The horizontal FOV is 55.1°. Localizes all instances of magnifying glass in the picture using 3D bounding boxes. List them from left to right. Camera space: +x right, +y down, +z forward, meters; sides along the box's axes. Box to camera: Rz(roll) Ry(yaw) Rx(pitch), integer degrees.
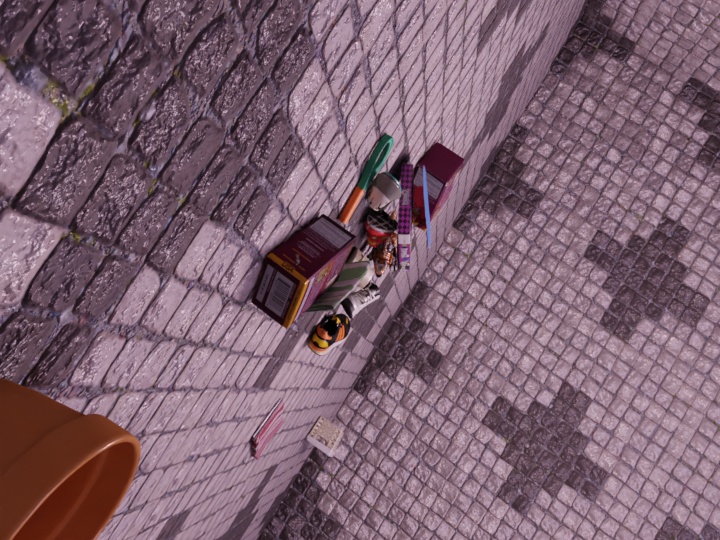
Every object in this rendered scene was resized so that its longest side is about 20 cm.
[{"bbox_3d":[0.012,-0.188,1.425,0.203,0.022,0.079,-59,171,6],"label":"magnifying glass"}]

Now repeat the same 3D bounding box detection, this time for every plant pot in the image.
[{"bbox_3d":[-0.316,0.195,0.619,0.202,0.138,0.201,-54,169,-16],"label":"plant pot"}]

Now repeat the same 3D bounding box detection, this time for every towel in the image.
[{"bbox_3d":[-0.266,0.461,2.000,0.145,0.022,0.202,-54,169,-28],"label":"towel"},{"bbox_3d":[-0.075,0.031,1.364,0.200,0.148,0.024,-45,124,-56],"label":"towel"}]

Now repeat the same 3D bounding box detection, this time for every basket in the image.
[{"bbox_3d":[-0.153,0.737,3.063,0.125,0.133,0.200,-57,170,-12],"label":"basket"}]

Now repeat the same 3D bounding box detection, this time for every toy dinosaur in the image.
[{"bbox_3d":[0.075,-0.067,1.874,0.201,0.101,0.137,-52,164,-26],"label":"toy dinosaur"}]

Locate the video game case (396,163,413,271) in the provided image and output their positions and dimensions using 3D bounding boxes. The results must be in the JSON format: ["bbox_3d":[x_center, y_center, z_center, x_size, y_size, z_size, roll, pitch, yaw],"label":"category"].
[{"bbox_3d":[0.113,-0.130,1.728,0.183,0.035,0.206,82,11,-61],"label":"video game case"}]

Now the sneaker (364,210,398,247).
[{"bbox_3d":[0.046,-0.095,1.724,0.086,0.076,0.200,-54,171,12],"label":"sneaker"}]

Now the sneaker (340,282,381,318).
[{"bbox_3d":[-0.002,0.069,1.878,0.114,0.077,0.201,-35,178,-2],"label":"sneaker"}]

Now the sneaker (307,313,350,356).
[{"bbox_3d":[-0.070,0.158,1.911,0.091,0.069,0.200,-60,169,31],"label":"sneaker"}]

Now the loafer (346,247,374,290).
[{"bbox_3d":[0.000,0.000,1.788,0.077,0.067,0.200,-56,170,-7],"label":"loafer"}]

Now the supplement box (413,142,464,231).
[{"bbox_3d":[0.201,-0.237,1.969,0.131,0.102,0.202,-49,167,-39],"label":"supplement box"}]

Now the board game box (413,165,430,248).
[{"bbox_3d":[0.148,-0.155,1.716,0.159,0.038,0.206,-74,157,-65],"label":"board game box"}]

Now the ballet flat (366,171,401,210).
[{"bbox_3d":[0.047,-0.160,1.481,0.064,0.067,0.200,-52,-179,-2],"label":"ballet flat"}]

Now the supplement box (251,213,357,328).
[{"bbox_3d":[-0.099,-0.004,1.241,0.200,0.085,0.112,-44,164,-53],"label":"supplement box"}]
